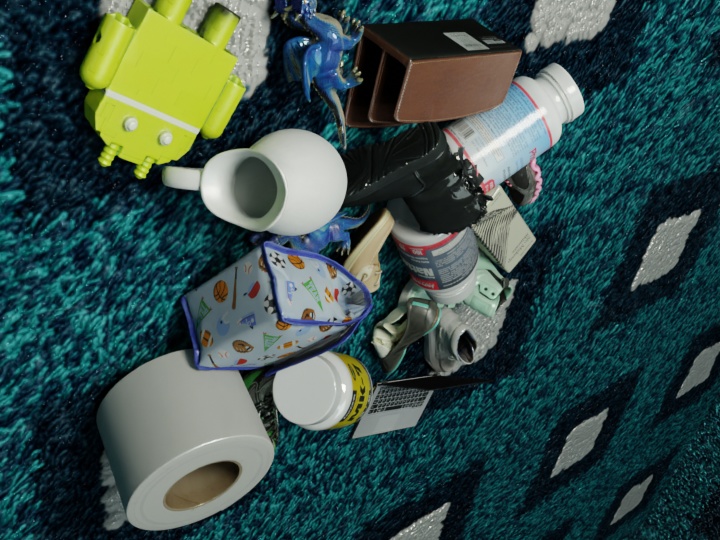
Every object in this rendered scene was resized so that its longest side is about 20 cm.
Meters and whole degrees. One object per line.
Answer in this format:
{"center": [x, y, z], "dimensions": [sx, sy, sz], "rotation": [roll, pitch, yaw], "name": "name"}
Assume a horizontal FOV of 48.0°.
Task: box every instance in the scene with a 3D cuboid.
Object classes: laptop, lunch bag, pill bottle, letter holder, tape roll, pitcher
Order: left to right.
{"center": [-0.227, 0.220, 1.052], "dimensions": [0.199, 0.140, 0.205], "rotation": [-22, 146, -16], "name": "tape roll"}
{"center": [-0.114, -0.104, 0.930], "dimensions": [0.199, 0.168, 0.124], "rotation": [-22, 123, -66], "name": "pitcher"}
{"center": [-0.099, 0.059, 1.046], "dimensions": [0.168, 0.126, 0.198], "rotation": [-26, 160, 31], "name": "lunch bag"}
{"center": [-0.055, 0.177, 1.198], "dimensions": [0.115, 0.114, 0.200], "rotation": [-50, 164, 3], "name": "pill bottle"}
{"center": [0.112, 0.254, 1.487], "dimensions": [0.185, 0.116, 0.203], "rotation": [1, 122, -45], "name": "laptop"}
{"center": [0.089, -0.231, 1.040], "dimensions": [0.197, 0.101, 0.144], "rotation": [-15, 135, -37], "name": "letter holder"}
{"center": [0.117, -0.038, 1.224], "dimensions": [0.119, 0.119, 0.201], "rotation": [-40, 143, -9], "name": "pill bottle"}
{"center": [0.209, -0.198, 1.135], "dimensions": [0.198, 0.109, 0.109], "rotation": [-35, 143, 0], "name": "pill bottle"}

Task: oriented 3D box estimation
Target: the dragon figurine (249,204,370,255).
{"center": [-0.053, -0.062, 1.078], "dimensions": [0.198, 0.059, 0.101], "rotation": [-32, 141, -22], "name": "dragon figurine"}

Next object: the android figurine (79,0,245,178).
{"center": [-0.202, -0.189, 0.827], "dimensions": [0.181, 0.041, 0.202], "rotation": [19, 106, -52], "name": "android figurine"}

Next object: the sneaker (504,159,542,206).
{"center": [0.225, -0.173, 1.263], "dimensions": [0.094, 0.079, 0.202], "rotation": [-31, 133, -11], "name": "sneaker"}

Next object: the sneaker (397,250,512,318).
{"center": [0.164, 0.040, 1.344], "dimensions": [0.198, 0.118, 0.075], "rotation": [-24, 140, -27], "name": "sneaker"}

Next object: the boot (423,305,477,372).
{"center": [0.165, 0.143, 1.458], "dimensions": [0.073, 0.095, 0.202], "rotation": [-37, 142, -14], "name": "boot"}

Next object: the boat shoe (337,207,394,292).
{"center": [0.000, 0.000, 1.158], "dimensions": [0.064, 0.072, 0.202], "rotation": [29, 118, -9], "name": "boat shoe"}

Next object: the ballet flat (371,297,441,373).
{"center": [0.061, 0.100, 1.328], "dimensions": [0.067, 0.069, 0.201], "rotation": [21, 138, -13], "name": "ballet flat"}

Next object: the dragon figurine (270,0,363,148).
{"center": [-0.052, -0.233, 0.915], "dimensions": [0.098, 0.059, 0.203], "rotation": [-19, 135, -28], "name": "dragon figurine"}

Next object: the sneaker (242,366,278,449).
{"center": [-0.146, 0.225, 1.220], "dimensions": [0.077, 0.085, 0.203], "rotation": [-11, 129, -39], "name": "sneaker"}

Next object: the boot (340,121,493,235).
{"center": [0.062, -0.102, 1.058], "dimensions": [0.195, 0.075, 0.162], "rotation": [-20, 143, 23], "name": "boot"}

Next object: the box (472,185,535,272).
{"center": [0.216, -0.079, 1.333], "dimensions": [0.083, 0.068, 0.199], "rotation": [-50, 143, 2], "name": "box"}
